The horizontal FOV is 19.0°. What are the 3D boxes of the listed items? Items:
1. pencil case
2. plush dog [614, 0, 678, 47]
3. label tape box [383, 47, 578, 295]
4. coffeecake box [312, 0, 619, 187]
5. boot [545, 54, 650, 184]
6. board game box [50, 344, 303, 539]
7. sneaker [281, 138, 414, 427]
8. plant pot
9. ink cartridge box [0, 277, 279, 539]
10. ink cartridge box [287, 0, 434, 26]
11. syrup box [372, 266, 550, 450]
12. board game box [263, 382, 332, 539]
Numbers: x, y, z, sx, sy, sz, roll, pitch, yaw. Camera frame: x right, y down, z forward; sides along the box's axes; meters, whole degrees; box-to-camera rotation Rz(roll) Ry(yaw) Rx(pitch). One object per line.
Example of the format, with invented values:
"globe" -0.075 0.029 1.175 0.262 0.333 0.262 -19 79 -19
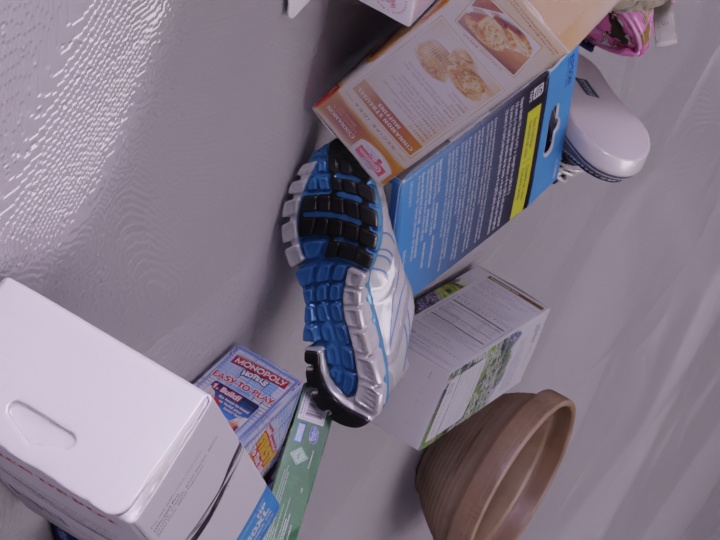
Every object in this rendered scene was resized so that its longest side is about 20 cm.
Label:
"pencil case" 0.244 -0.264 1.766 0.200 0.083 0.087 -53 159 -24
"plush dog" 0.153 -0.236 1.517 0.171 0.160 0.201 -6 127 -37
"label tape box" 0.069 -0.080 1.566 0.200 0.066 0.144 -39 151 -32
"coffeecake box" 0.084 -0.157 1.375 0.200 0.073 0.154 -34 -170 48
"boot" 0.168 -0.097 1.698 0.200 0.072 0.091 -104 -147 -61
"board game box" -0.116 0.160 1.474 0.200 0.062 0.200 -50 158 -28
"sneaker" 0.000 0.000 1.479 0.087 0.075 0.201 -34 127 -52
"plant pot" 0.116 0.190 2.054 0.201 0.092 0.201 -49 157 -30
"ink cartridge box" -0.140 0.103 1.210 0.084 0.144 0.200 -57 161 -15
"ink cartridge box" 0.040 -0.233 1.312 0.200 0.068 0.115 -47 157 -33
"syrup box" 0.075 0.070 1.801 0.200 0.081 0.079 -29 145 -58
"board game box" -0.066 0.190 1.535 0.135 0.029 0.201 129 -21 -71
